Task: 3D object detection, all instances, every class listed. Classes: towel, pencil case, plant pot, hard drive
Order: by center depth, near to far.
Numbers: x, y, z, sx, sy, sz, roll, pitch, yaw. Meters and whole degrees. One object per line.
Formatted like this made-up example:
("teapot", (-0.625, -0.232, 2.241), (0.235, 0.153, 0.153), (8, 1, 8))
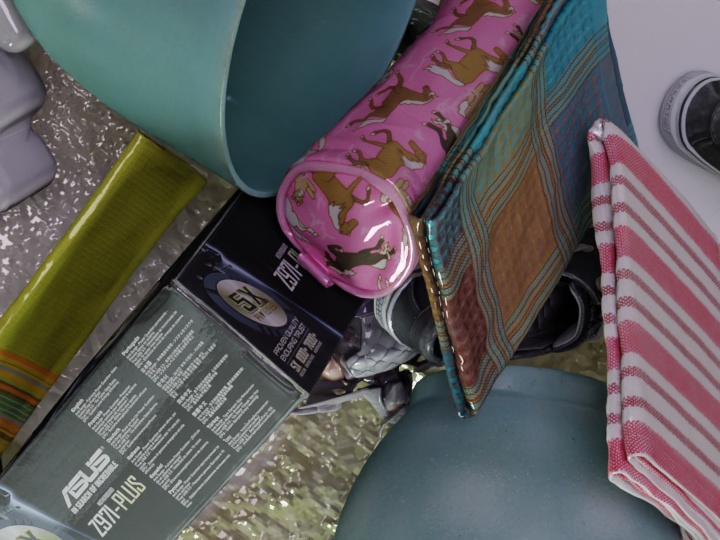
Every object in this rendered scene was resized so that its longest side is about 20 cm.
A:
("plant pot", (-0.079, -0.159, 1.189), (0.160, 0.201, 0.202), (24, 82, 20))
("towel", (-0.151, 0.023, 1.213), (0.018, 0.086, 0.201), (36, 91, 17))
("pencil case", (0.034, -0.073, 1.215), (0.200, 0.082, 0.087), (-51, 142, -43))
("towel", (0.086, -0.043, 1.216), (0.022, 0.147, 0.201), (12, 51, 27))
("towel", (0.154, 0.037, 1.247), (0.030, 0.146, 0.202), (-15, 59, 24))
("plant pot", (0.081, 0.129, 1.290), (0.198, 0.200, 0.135), (9, 71, -12))
("hard drive", (0.175, -0.108, 1.351), (0.132, 0.026, 0.201), (-41, 123, -11))

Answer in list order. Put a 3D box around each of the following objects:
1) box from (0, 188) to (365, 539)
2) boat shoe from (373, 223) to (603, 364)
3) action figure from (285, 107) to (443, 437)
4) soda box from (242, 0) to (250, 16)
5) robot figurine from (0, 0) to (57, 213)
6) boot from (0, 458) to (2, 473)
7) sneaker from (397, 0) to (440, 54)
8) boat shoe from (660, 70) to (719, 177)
("box", (-0.095, 0.065, 1.217), (0.086, 0.164, 0.200), (40, 117, -5))
("boat shoe", (0.107, 0.013, 1.308), (0.199, 0.068, 0.072), (-8, 120, -29))
("action figure", (0.000, 0.000, 1.319), (0.129, 0.069, 0.202), (-24, 110, -29))
("soda box", (-0.092, -0.183, 1.318), (0.063, 0.068, 0.201), (-36, 95, -11))
("robot figurine", (-0.240, -0.113, 1.259), (0.169, 0.113, 0.201), (-31, 94, 24))
("boot", (-0.286, 0.103, 1.252), (0.198, 0.066, 0.166), (-12, 118, -9))
("sneaker", (0.064, -0.176, 1.353), (0.199, 0.076, 0.116), (16, 76, -25))
("boat shoe", (0.255, -0.052, 1.359), (0.199, 0.071, 0.073), (17, 99, -34))
